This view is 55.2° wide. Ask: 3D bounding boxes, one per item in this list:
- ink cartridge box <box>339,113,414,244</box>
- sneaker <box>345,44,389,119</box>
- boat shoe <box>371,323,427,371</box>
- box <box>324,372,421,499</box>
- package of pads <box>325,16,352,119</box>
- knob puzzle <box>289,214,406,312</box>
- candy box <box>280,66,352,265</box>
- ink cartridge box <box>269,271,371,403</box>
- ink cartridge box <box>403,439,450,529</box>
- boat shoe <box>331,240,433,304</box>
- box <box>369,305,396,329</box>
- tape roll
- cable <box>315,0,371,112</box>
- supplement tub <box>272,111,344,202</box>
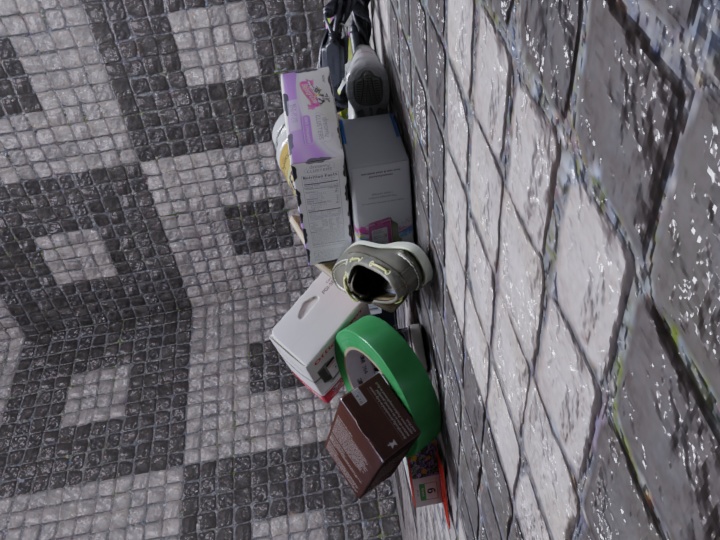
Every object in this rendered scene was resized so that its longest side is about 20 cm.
[{"bbox_3d":[0.025,-0.093,0.969,0.146,0.082,0.204,-101,4,-53],"label":"ink cartridge box"},{"bbox_3d":[0.014,-0.239,1.023,0.203,0.075,0.101,94,177,-46],"label":"sneaker"},{"bbox_3d":[0.050,0.130,1.064,0.200,0.090,0.077,90,171,-78],"label":"boat shoe"},{"bbox_3d":[0.011,0.238,0.973,0.101,0.074,0.202,52,156,20],"label":"box"},{"bbox_3d":[-0.015,-0.353,1.246,0.156,0.066,0.204,82,178,-53],"label":"package of pads"},{"bbox_3d":[-0.004,-0.001,1.059,0.031,0.215,0.222,-57,23,25],"label":"knob puzzle"},{"bbox_3d":[-0.057,-0.140,0.945,0.202,0.069,0.171,85,177,-53],"label":"candy box"},{"bbox_3d":[-0.052,0.111,1.114,0.082,0.147,0.201,36,165,22],"label":"ink cartridge box"},{"bbox_3d":[0.095,0.298,1.070,0.201,0.049,0.112,-103,5,-74],"label":"ink cartridge box"},{"bbox_3d":[0.011,0.006,0.873,0.200,0.060,0.073,-5,117,59],"label":"boat shoe"},{"bbox_3d":[0.006,0.010,1.520,0.202,0.114,0.202,-100,2,-59],"label":"box"},{"bbox_3d":[0.036,0.166,0.991,0.200,0.047,0.204,45,152,33],"label":"tape roll"},{"bbox_3d":[-0.023,-0.338,1.045,0.202,0.049,0.166,86,-159,-56],"label":"cable"},{"bbox_3d":[-0.059,-0.175,1.168,0.203,0.141,0.146,61,169,26],"label":"supplement tub"}]
